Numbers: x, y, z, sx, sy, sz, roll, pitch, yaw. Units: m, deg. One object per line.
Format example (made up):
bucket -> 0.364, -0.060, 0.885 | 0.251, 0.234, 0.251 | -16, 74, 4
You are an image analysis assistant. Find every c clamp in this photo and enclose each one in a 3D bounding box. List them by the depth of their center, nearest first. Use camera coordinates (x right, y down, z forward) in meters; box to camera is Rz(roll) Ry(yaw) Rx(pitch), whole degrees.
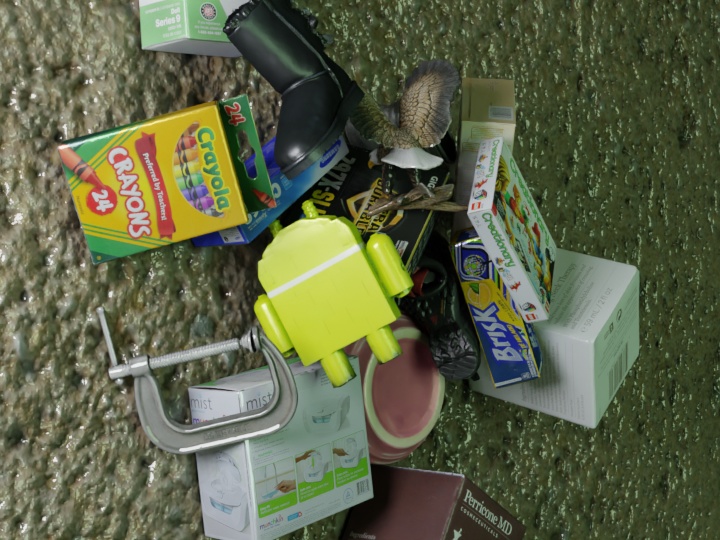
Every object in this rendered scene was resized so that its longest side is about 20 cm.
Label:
c clamp -> -0.169, 0.111, 1.296 | 0.027, 0.198, 0.173 | -94, 176, -78

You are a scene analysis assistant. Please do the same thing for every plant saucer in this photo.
plant saucer -> 0.042, 0.148, 1.566 | 0.199, 0.050, 0.203 | 0, 90, -45

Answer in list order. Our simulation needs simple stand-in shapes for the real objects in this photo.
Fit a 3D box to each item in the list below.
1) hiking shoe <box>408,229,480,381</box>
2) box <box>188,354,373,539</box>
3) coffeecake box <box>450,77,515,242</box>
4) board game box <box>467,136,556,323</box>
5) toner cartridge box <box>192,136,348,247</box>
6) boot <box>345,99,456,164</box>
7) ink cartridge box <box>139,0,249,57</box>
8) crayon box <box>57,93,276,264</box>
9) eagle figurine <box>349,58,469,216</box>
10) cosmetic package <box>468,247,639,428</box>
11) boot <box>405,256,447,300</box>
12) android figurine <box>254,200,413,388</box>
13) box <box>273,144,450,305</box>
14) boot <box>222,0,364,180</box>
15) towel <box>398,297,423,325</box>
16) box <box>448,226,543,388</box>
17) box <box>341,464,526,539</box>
hiking shoe -> 0.108, 0.049, 1.593 | 0.101, 0.075, 0.202 | 33, 43, -71
box -> -0.088, 0.201, 1.424 | 0.199, 0.096, 0.179 | -13, 98, -47
coffeecake box -> 0.161, -0.133, 1.627 | 0.154, 0.072, 0.202 | -81, 174, -60
board game box -> 0.190, -0.048, 1.514 | 0.201, 0.034, 0.127 | 57, 33, -38
toner cartridge box -> -0.108, -0.100, 1.411 | 0.200, 0.094, 0.043 | -45, 121, -38
boot -> 0.071, -0.136, 1.581 | 0.068, 0.130, 0.201 | -54, 127, -35
ink cartridge box -> -0.169, -0.346, 1.357 | 0.144, 0.087, 0.203 | -5, 91, -47
crayon box -> -0.195, -0.095, 1.257 | 0.198, 0.051, 0.128 | -16, 104, -2
eagle figurine -> 0.039, -0.165, 1.431 | 0.151, 0.150, 0.202 | 11, 69, -56
cosmetic package -> 0.267, 0.084, 1.712 | 0.168, 0.198, 0.168 | -50, 142, -38
boot -> 0.000, 0.000, 1.471 | 0.198, 0.144, 0.073 | -3, 106, -31
android figurine -> -0.036, 0.023, 1.364 | 0.201, 0.181, 0.041 | 61, 16, 1
box -> 0.004, -0.061, 1.462 | 0.050, 0.158, 0.201 | 91, 19, -45
boot -> -0.081, -0.204, 1.287 | 0.163, 0.073, 0.199 | 49, 36, -17
towel -> 0.054, 0.089, 1.628 | 0.200, 0.034, 0.193 | 53, 53, -33
box -> 0.175, 0.043, 1.571 | 0.070, 0.064, 0.202 | -55, 127, -68
box -> 0.080, 0.376, 1.553 | 0.166, 0.163, 0.202 | 42, 60, -38
